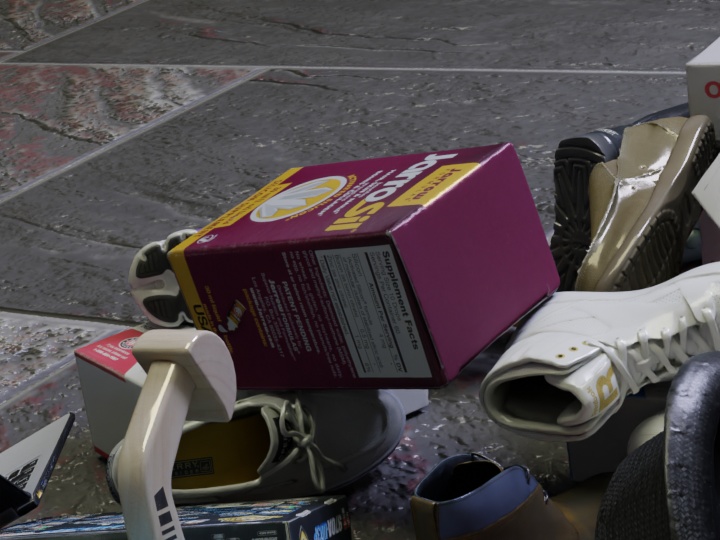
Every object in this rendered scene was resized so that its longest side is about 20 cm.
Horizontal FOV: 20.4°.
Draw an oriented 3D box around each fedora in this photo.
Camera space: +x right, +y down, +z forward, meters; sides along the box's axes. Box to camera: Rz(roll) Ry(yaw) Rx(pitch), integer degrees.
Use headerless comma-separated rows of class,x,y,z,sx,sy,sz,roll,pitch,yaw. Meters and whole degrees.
fedora,0.175,0.145,0.970,0.091,0.202,0.200,-25,6,39

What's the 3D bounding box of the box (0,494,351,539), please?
box,-0.115,0.162,1.138,0.198,0.047,0.159,-5,-3,10

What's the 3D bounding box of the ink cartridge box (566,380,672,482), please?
ink cartridge box,0.225,0.068,1.282,0.115,0.068,0.200,3,24,34

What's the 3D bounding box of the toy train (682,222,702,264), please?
toy train,0.278,-0.057,1.593,0.198,0.086,0.114,-13,30,-10

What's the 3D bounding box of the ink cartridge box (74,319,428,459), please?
ink cartridge box,-0.075,0.074,1.385,0.199,0.084,0.145,-21,23,-31

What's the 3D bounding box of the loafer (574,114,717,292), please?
loafer,0.179,-0.030,1.321,0.067,0.077,0.200,6,39,29

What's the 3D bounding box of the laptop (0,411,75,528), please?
laptop,-0.293,0.128,1.201,0.186,0.116,0.200,-29,15,13

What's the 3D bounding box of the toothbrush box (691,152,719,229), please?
toothbrush box,0.322,-0.009,1.261,0.199,0.086,0.147,32,14,-13

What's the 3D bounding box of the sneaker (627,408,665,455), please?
sneaker,0.193,0.135,1.107,0.080,0.077,0.200,-23,24,-15

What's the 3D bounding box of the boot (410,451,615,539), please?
boot,0.097,0.135,1.115,0.074,0.098,0.199,7,26,38

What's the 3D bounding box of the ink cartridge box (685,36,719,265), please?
ink cartridge box,0.312,-0.060,1.396,0.146,0.202,0.086,2,22,31

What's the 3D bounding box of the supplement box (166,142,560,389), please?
supplement box,0.000,0.000,1.236,0.199,0.104,0.131,-4,23,43

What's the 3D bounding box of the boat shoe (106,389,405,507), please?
boat shoe,-0.054,0.105,1.244,0.200,0.075,0.086,-7,-7,-23

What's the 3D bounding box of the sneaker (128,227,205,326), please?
sneaker,-0.063,-0.018,1.398,0.198,0.081,0.083,-8,13,5

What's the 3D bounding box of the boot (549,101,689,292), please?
boot,0.222,-0.039,1.472,0.065,0.166,0.199,22,28,38

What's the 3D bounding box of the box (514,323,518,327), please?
box,0.026,-0.006,1.471,0.198,0.042,0.119,20,2,17

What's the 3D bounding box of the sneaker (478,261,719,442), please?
sneaker,0.166,0.055,1.158,0.198,0.074,0.116,-11,21,32

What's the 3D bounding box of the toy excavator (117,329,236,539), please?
toy excavator,-0.101,0.154,0.989,0.099,0.202,0.195,1,26,25
